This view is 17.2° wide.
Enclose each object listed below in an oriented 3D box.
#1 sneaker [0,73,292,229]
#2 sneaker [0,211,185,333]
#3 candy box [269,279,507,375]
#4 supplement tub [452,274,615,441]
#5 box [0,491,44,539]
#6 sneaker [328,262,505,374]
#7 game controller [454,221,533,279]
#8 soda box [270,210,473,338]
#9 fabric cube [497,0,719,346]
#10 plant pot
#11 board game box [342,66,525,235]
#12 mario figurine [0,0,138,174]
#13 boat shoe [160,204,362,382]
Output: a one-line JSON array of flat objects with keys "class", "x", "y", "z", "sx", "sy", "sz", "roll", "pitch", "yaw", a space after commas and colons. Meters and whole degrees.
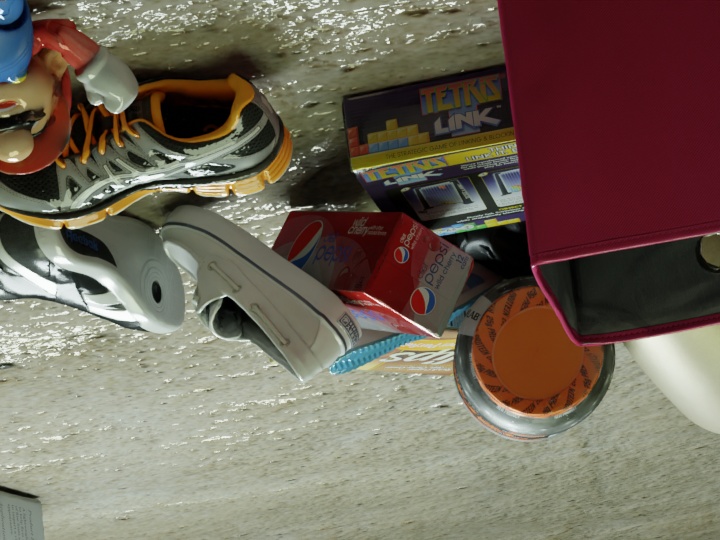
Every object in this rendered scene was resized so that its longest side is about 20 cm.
[{"class": "sneaker", "x": -0.145, "y": -0.083, "z": 1.491, "sx": 0.199, "sy": 0.079, "sz": 0.077, "roll": -11, "pitch": 150, "yaw": 1}, {"class": "sneaker", "x": -0.216, "y": -0.002, "z": 1.727, "sx": 0.112, "sy": 0.073, "sz": 0.200, "roll": -11, "pitch": 155, "yaw": 22}, {"class": "candy box", "x": 0.033, "y": 0.043, "z": 1.985, "sx": 0.199, "sy": 0.056, "sz": 0.115, "roll": 5, "pitch": 159, "yaw": -36}, {"class": "supplement tub", "x": 0.133, "y": 0.069, "z": 1.845, "sx": 0.122, "sy": 0.123, "sz": 0.200, "roll": -8, "pitch": 173, "yaw": 1}, {"class": "box", "x": -0.442, "y": 0.348, "z": 2.522, "sx": 0.199, "sy": 0.200, "sz": 0.131, "roll": -14, "pitch": 161, "yaw": 20}, {"class": "sneaker", "x": 0.035, "y": 0.013, "z": 1.864, "sx": 0.200, "sy": 0.081, "sz": 0.076, "roll": -19, "pitch": 165, "yaw": -46}, {"class": "game controller", "x": 0.154, "y": -0.022, "z": 1.874, "sx": 0.104, "sy": 0.042, "sz": 0.200, "roll": -30, "pitch": 157, "yaw": 19}, {"class": "soda box", "x": 0.000, "y": 0.000, "z": 1.679, "sx": 0.070, "sy": 0.064, "sz": 0.200, "roll": 31, "pitch": 169, "yaw": -22}, {"class": "fabric cube", "x": 0.192, "y": -0.087, "z": 1.392, "sx": 0.195, "sy": 0.200, "sz": 0.200, "roll": -11, "pitch": 162, "yaw": 9}, {"class": "plant pot", "x": 0.250, "y": 0.002, "z": 1.782, "sx": 0.187, "sy": 0.188, "sz": 0.200, "roll": -19, "pitch": 145, "yaw": 34}, {"class": "board game box", "x": 0.103, "y": -0.083, "z": 1.608, "sx": 0.199, "sy": 0.057, "sz": 0.165, "roll": -10, "pitch": 161, "yaw": 10}, {"class": "mario figurine", "x": -0.199, "y": -0.108, "z": 1.306, "sx": 0.123, "sy": 0.106, "sz": 0.200, "roll": 24, "pitch": 161, "yaw": 16}, {"class": "boat shoe", "x": -0.086, "y": 0.016, "z": 1.669, "sx": 0.200, "sy": 0.065, "sz": 0.074, "roll": 28, "pitch": 156, "yaw": 45}]
